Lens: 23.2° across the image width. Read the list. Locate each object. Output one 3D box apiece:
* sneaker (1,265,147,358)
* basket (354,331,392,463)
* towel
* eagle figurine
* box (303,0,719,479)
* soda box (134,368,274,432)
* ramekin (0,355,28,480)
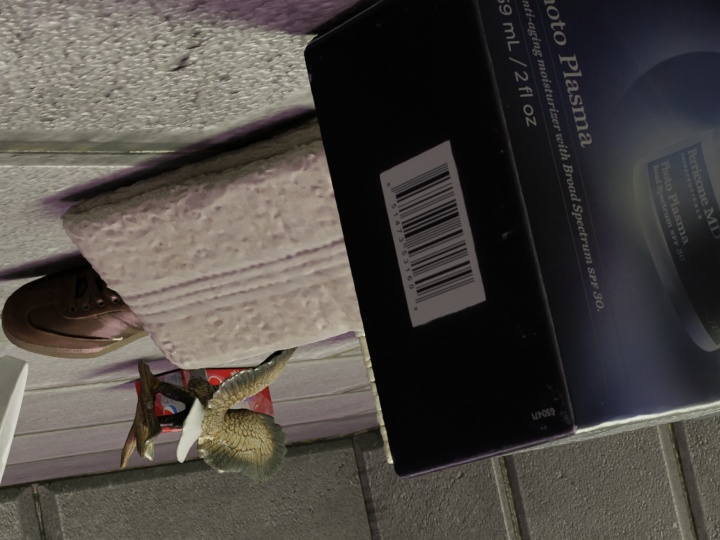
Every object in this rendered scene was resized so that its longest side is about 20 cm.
[{"bbox_3d":[-0.149,0.008,1.195,0.200,0.071,0.076,-6,142,-2],"label":"sneaker"},{"bbox_3d":[0.112,0.110,1.875,0.200,0.161,0.198,-14,171,6],"label":"basket"},{"bbox_3d":[-0.060,-0.011,0.994,0.200,0.035,0.133,-14,128,29],"label":"towel"},{"bbox_3d":[-0.146,0.144,1.882,0.200,0.151,0.152,4,156,-23],"label":"eagle figurine"},{"bbox_3d":[0.104,-0.028,0.778,0.198,0.200,0.123,-6,170,-39],"label":"box"},{"bbox_3d":[-0.183,0.154,2.088,0.070,0.064,0.200,-16,170,24],"label":"soda box"},{"bbox_3d":[-0.346,0.156,1.418,0.105,0.201,0.200,16,167,-7],"label":"ramekin"}]
